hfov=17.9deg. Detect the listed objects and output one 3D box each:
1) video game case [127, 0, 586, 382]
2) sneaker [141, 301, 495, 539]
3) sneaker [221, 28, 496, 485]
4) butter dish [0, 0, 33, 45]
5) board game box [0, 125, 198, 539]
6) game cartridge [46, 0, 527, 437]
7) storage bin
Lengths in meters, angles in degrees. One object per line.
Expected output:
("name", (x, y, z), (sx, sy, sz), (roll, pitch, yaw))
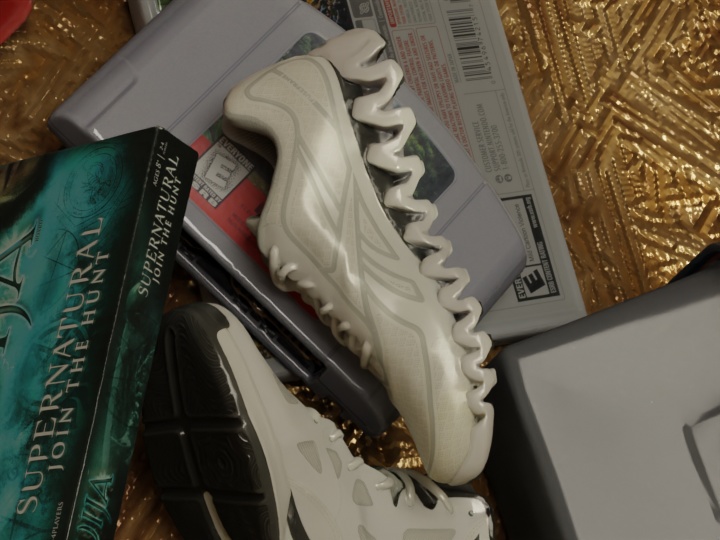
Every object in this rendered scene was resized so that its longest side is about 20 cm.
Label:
("video game case", (-0.001, -0.054, 1.065), (0.182, 0.023, 0.200), (-8, 75, -25))
("sneaker", (-0.014, 0.090, 0.968), (0.115, 0.076, 0.201), (-31, 107, -37))
("sneaker", (0.000, 0.000, 0.961), (0.081, 0.075, 0.200), (-16, 76, -13))
("butter dish", (-0.219, -0.170, 0.925), (0.199, 0.148, 0.200), (46, 39, -4))
("board game box", (-0.140, 0.046, 0.909), (0.028, 0.135, 0.200), (35, 55, -43))
("game cartridge", (-0.025, -0.039, 1.018), (0.200, 0.041, 0.133), (44, 58, -3))
("storage bin", (0.139, 0.098, 1.008), (0.134, 0.146, 0.200), (-16, 77, -16))
